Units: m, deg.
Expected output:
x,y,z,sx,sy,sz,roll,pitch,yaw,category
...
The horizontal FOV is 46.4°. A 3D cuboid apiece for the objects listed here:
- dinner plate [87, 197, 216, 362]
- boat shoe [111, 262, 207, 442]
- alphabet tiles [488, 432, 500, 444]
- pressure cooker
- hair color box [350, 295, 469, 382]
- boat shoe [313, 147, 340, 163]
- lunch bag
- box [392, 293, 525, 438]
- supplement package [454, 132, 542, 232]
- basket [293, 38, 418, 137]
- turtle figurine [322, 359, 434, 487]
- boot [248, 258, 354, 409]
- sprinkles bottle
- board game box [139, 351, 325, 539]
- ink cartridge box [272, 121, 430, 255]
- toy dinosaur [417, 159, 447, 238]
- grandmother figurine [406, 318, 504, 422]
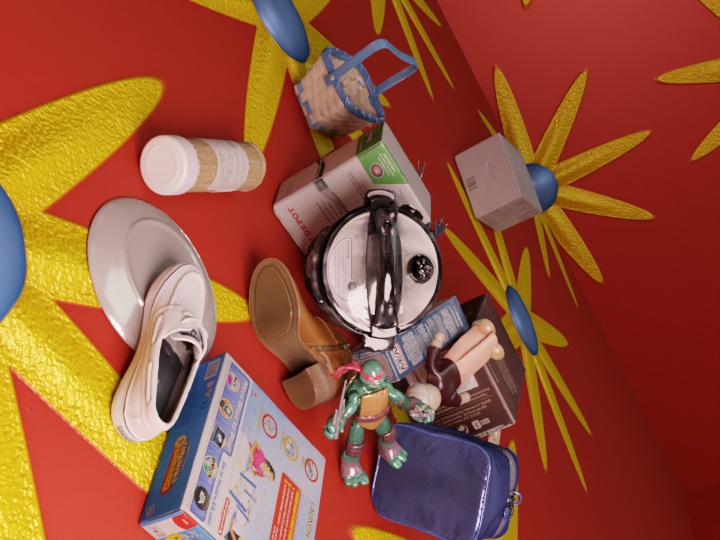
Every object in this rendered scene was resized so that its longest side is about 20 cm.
x,y,z,sx,sy,sz,roll,pitch,yaw,category
-0.217,0.010,0.922,0.201,0.024,0.203,50,27,-37,dinner plate
-0.182,0.075,0.839,0.074,0.064,0.203,43,43,-40,boat shoe
0.237,0.328,1.498,0.196,0.014,0.204,63,35,-67,alphabet tiles
0.020,-0.002,1.127,0.176,0.178,0.200,48,-8,-5,pressure cooker
0.071,0.111,1.284,0.199,0.099,0.062,-27,93,-46,hair color box
-0.041,-0.170,1.424,0.085,0.068,0.201,54,25,-24,boat shoe
0.129,0.295,1.173,0.132,0.197,0.139,19,84,-58,lunch bag
0.170,0.173,1.436,0.166,0.164,0.200,60,24,-9,box
0.384,-0.238,2.329,0.199,0.145,0.195,19,51,-60,supplement package
-0.007,-0.330,1.481,0.176,0.197,0.142,4,63,-65,basket
0.018,0.182,1.068,0.102,0.146,0.203,-110,-164,-48,turtle figurine
-0.073,0.077,1.122,0.154,0.072,0.204,-18,93,-69,boot
-0.192,-0.132,1.055,0.069,0.067,0.199,67,23,3,sprinkles bottle
-0.122,0.227,0.878,0.197,0.055,0.202,53,27,-29,board game box
-0.012,-0.103,1.261,0.148,0.197,0.084,55,21,-24,ink cartridge box
0.068,-0.114,1.589,0.104,0.180,0.204,6,103,-46,toy dinosaur
0.133,0.148,1.232,0.199,0.060,0.123,-39,103,-37,grandmother figurine
